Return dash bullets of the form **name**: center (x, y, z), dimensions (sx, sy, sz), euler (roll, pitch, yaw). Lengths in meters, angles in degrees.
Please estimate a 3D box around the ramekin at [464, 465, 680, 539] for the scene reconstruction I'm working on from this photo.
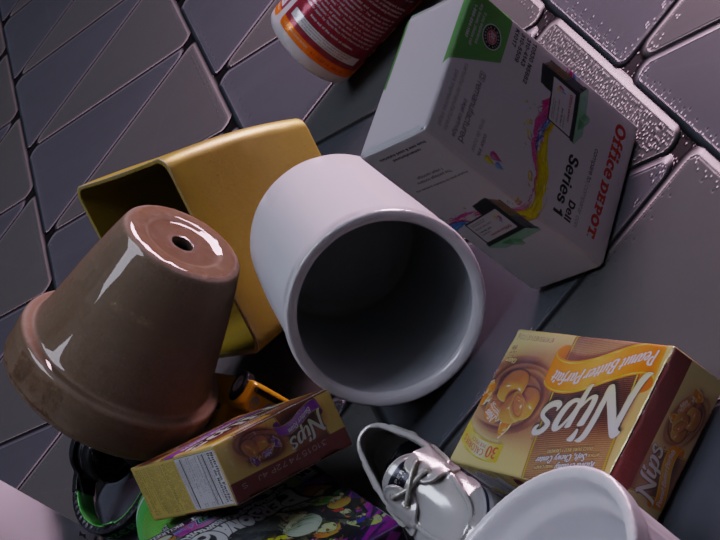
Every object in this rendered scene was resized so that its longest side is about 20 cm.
- **ramekin**: center (0.132, 0.233, 1.227), dimensions (0.200, 0.098, 0.201), euler (-42, 28, 28)

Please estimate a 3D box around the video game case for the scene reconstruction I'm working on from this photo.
- **video game case**: center (-0.086, 0.231, 1.567), dimensions (0.200, 0.036, 0.181), euler (-25, 22, -19)

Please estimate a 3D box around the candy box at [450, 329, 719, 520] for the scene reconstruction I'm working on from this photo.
- **candy box**: center (0.156, 0.108, 1.385), dimensions (0.116, 0.055, 0.200), euler (-62, 25, -12)

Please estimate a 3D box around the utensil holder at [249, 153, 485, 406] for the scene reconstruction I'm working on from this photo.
- **utensil holder**: center (0.000, 0.000, 1.676), dimensions (0.170, 0.170, 0.200), euler (-53, 22, 8)

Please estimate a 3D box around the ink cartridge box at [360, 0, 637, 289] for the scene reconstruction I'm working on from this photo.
- **ink cartridge box**: center (0.114, -0.101, 1.549), dimensions (0.084, 0.200, 0.145), euler (-20, 42, 48)

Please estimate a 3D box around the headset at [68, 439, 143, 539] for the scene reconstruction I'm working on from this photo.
- **headset**: center (-0.252, 0.171, 2.000), dimensions (0.123, 0.094, 0.200), euler (-21, 55, 37)

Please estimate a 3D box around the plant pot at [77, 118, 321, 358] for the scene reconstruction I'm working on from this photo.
- **plant pot**: center (-0.124, -0.042, 1.909), dimensions (0.176, 0.200, 0.200), euler (-32, 11, -32)

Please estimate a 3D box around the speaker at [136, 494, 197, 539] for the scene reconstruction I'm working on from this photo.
- **speaker**: center (-0.142, 0.249, 1.728), dimensions (0.089, 0.088, 0.200), euler (-55, 24, 3)

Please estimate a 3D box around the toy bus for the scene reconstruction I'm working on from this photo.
- **toy bus**: center (-0.131, 0.139, 1.865), dimensions (0.200, 0.065, 0.078), euler (4, 64, 63)

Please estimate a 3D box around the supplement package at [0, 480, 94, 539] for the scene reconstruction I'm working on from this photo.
- **supplement package**: center (-0.394, 0.341, 1.999), dimensions (0.200, 0.151, 0.152), euler (-43, 27, 26)

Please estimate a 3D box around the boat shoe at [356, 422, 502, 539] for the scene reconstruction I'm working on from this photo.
- **boat shoe**: center (0.049, 0.167, 1.498), dimensions (0.072, 0.066, 0.200), euler (-53, 24, 7)

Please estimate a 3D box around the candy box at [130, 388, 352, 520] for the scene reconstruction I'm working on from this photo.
- **candy box**: center (-0.103, 0.157, 1.647), dimensions (0.117, 0.057, 0.200), euler (-25, 2, -28)

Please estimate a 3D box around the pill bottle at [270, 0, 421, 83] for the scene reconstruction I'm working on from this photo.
- **pill bottle**: center (0.005, -0.306, 2.106), dimensions (0.200, 0.113, 0.113), euler (-45, 27, 24)

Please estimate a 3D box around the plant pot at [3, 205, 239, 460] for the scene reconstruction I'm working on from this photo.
- **plant pot**: center (-0.196, 0.041, 1.748), dimensions (0.175, 0.200, 0.200), euler (-60, 21, 26)
